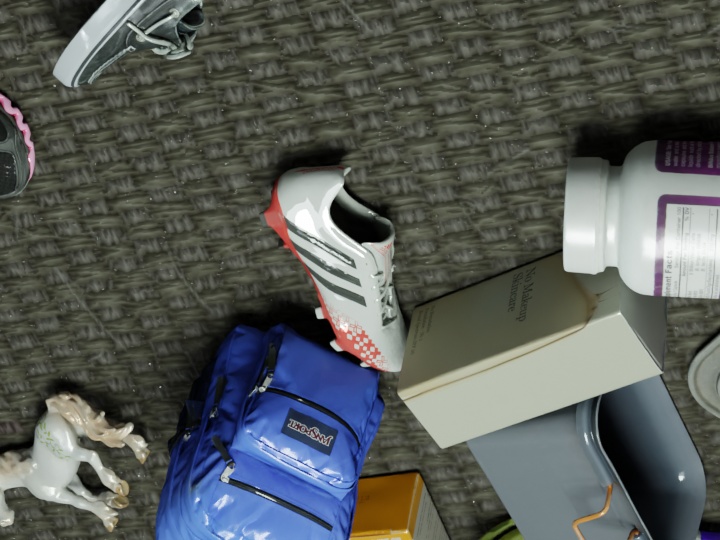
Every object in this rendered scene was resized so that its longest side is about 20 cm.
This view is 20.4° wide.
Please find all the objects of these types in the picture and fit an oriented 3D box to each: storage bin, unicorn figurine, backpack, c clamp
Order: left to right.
[{"bbox_3d":[-0.269,0.178,1.771,0.136,0.074,0.201,26,117,0],"label":"unicorn figurine"},{"bbox_3d":[-0.075,0.157,1.601,0.161,0.201,0.168,23,143,-7],"label":"backpack"},{"bbox_3d":[0.177,0.161,1.620,0.133,0.146,0.201,-9,130,32],"label":"storage bin"},{"bbox_3d":[0.364,0.077,1.572,0.170,0.027,0.200,35,128,-19],"label":"c clamp"}]

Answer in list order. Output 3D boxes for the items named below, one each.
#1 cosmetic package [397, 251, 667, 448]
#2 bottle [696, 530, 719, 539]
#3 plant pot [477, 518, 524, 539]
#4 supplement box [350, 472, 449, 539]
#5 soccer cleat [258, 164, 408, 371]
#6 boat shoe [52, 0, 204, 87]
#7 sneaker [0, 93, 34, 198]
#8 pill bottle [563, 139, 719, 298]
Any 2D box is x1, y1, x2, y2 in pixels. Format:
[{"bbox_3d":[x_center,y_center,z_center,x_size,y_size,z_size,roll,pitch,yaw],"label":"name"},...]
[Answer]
[{"bbox_3d":[0.134,0.054,1.548,0.199,0.104,0.073,-23,123,27],"label":"cosmetic package"},{"bbox_3d":[0.368,0.264,1.711,0.198,0.066,0.084,13,131,0],"label":"bottle"},{"bbox_3d":[0.172,0.317,1.735,0.198,0.201,0.186,-9,117,19],"label":"plant pot"},{"bbox_3d":[0.021,0.279,1.791,0.125,0.074,0.201,-9,129,20],"label":"supplement box"},{"bbox_3d":[0.000,0.000,1.553,0.085,0.069,0.201,-16,122,29],"label":"soccer cleat"},{"bbox_3d":[-0.139,-0.183,1.414,0.068,0.074,0.199,45,117,-9],"label":"boat shoe"},{"bbox_3d":[-0.320,-0.117,1.495,0.078,0.096,0.201,-19,126,24],"label":"sneaker"},{"bbox_3d":[0.246,-0.036,1.438,0.198,0.113,0.113,3,132,9],"label":"pill bottle"}]
